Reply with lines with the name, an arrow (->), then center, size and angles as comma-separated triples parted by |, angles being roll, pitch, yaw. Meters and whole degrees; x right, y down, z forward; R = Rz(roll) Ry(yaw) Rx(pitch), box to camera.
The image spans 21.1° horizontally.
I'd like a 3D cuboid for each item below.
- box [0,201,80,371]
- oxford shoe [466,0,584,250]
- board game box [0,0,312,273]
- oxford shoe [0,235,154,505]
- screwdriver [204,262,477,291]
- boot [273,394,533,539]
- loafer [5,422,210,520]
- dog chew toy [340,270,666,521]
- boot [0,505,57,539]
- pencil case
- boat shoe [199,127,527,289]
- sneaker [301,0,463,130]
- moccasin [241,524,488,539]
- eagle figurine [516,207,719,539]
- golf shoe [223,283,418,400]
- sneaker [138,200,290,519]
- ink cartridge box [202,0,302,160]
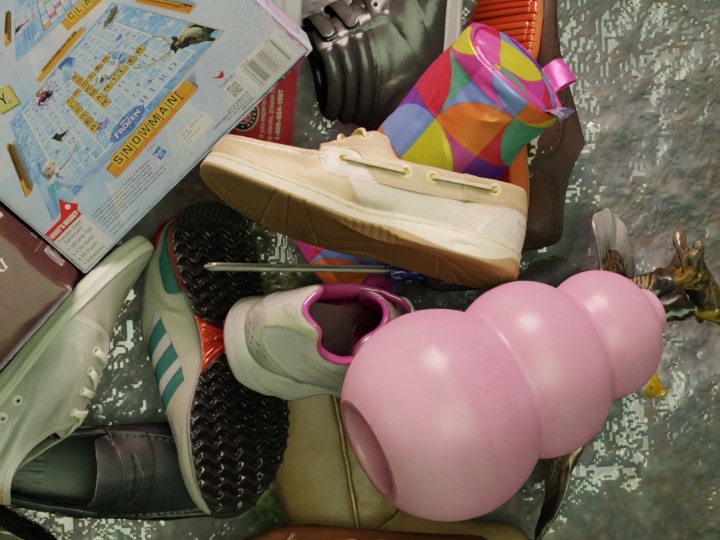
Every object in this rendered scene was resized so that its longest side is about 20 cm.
box -> -0.298, -0.003, 1.173 | 0.200, 0.166, 0.164 | 42, 90, -8
oxford shoe -> 0.111, -0.112, 1.290 | 0.073, 0.071, 0.200 | 7, 89, -37
board game box -> -0.169, -0.133, 1.150 | 0.200, 0.041, 0.200 | -43, 111, 10
oxford shoe -> -0.186, 0.064, 1.199 | 0.058, 0.075, 0.200 | 35, 71, 1
screwdriver -> 0.000, 0.000, 1.202 | 0.200, 0.029, 0.028 | -1, 75, -14
boot -> 0.018, 0.119, 1.280 | 0.175, 0.066, 0.200 | -11, 93, -8
loafer -> -0.164, 0.133, 1.250 | 0.201, 0.070, 0.068 | 6, 99, -8
dog chew toy -> 0.091, 0.064, 1.135 | 0.200, 0.125, 0.125 | -25, 96, -16
boot -> -0.309, 0.228, 1.245 | 0.182, 0.073, 0.200 | 32, 95, -7
pencil case -> 0.045, -0.065, 1.229 | 0.088, 0.088, 0.200 | 41, 114, -8
boat shoe -> 0.005, -0.049, 1.165 | 0.200, 0.074, 0.069 | 18, 71, -1
sneaker -> 0.012, -0.183, 1.258 | 0.099, 0.071, 0.200 | -1, 97, -13
moccasin -> -0.009, 0.203, 1.221 | 0.201, 0.078, 0.074 | 4, 95, 3
eagle figurine -> 0.150, 0.059, 1.254 | 0.200, 0.151, 0.152 | -36, 88, 2
golf shoe -> 0.016, 0.050, 1.207 | 0.200, 0.092, 0.075 | 8, 68, -34
sneaker -> -0.100, 0.059, 1.245 | 0.070, 0.093, 0.200 | -6, 86, -27
ink cartridge box -> -0.141, -0.148, 1.218 | 0.200, 0.083, 0.146 | 2, 109, -8
